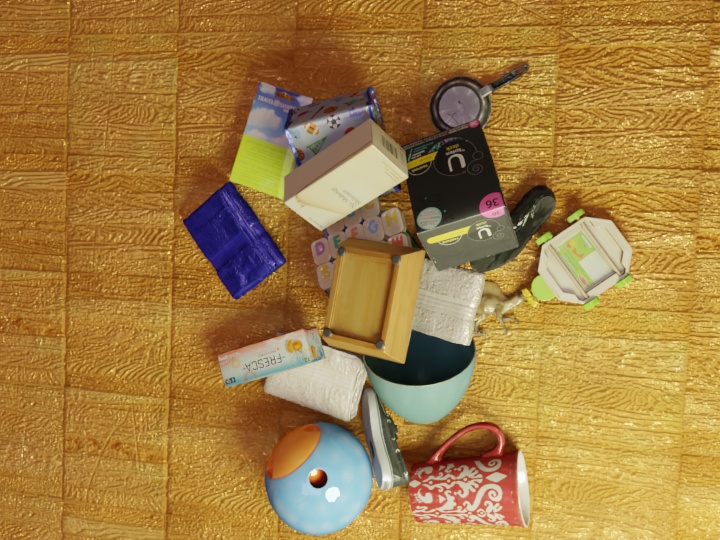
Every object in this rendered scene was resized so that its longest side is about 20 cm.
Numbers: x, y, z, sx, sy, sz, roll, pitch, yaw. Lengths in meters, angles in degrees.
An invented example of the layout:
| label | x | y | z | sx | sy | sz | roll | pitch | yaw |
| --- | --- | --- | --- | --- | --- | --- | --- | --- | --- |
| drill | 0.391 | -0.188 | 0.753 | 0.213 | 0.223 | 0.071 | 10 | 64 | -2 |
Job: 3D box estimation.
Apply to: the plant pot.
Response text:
| label | x | y | z | sx | sy | sz | roll | pitch | yaw |
| --- | --- | --- | --- | --- | --- | --- | --- | --- | --- |
| plant pot | 0.110 | 0.196 | 1.332 | 0.200 | 0.200 | 0.135 | 1 | 121 | 14 |

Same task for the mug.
| label | x | y | z | sx | sy | sz | roll | pitch | yaw |
| --- | --- | --- | --- | --- | --- | --- | --- | --- | --- |
| mug | 0.199 | 0.382 | 1.353 | 0.200 | 0.133 | 0.178 | -8 | 57 | 18 |

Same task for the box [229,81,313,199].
| label | x | y | z | sx | sy | sz | roll | pitch | yaw |
| --- | --- | --- | --- | --- | --- | --- | --- | --- | --- |
| box | -0.167 | -0.250 | 1.431 | 0.122 | 0.048 | 0.200 | 20 | 98 | 12 |

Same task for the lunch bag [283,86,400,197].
| label | x | y | z | sx | sy | sz | roll | pitch | yaw |
| --- | --- | --- | --- | --- | --- | --- | --- | --- | --- |
| lunch bag | -0.028 | -0.214 | 1.358 | 0.170 | 0.124 | 0.200 | -14 | 122 | 13 |

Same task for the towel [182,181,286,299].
| label | x | y | z | sx | sy | sz | roll | pitch | yaw |
| --- | --- | --- | --- | --- | --- | --- | --- | --- | --- |
| towel | -0.254 | -0.056 | 1.453 | 0.148 | 0.050 | 0.200 | -37 | 84 | 23 |

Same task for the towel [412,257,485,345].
| label | x | y | z | sx | sy | sz | roll | pitch | yaw |
| --- | --- | --- | --- | --- | --- | --- | --- | --- | --- |
| towel | 0.122 | 0.044 | 1.320 | 0.200 | 0.034 | 0.133 | 16 | 97 | 35 |

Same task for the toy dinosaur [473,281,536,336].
| label | x | y | z | sx | sy | sz | roll | pitch | yaw |
| --- | --- | --- | --- | --- | --- | --- | --- | --- | --- |
| toy dinosaur | 0.221 | 0.069 | 1.361 | 0.200 | 0.058 | 0.101 | 2 | 79 | 6 |

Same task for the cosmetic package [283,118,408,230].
| label | x | y | z | sx | sy | sz | roll | pitch | yaw |
| --- | --- | --- | --- | --- | --- | --- | --- | --- | --- |
| cosmetic package | -0.027 | -0.162 | 1.276 | 0.200 | 0.104 | 0.073 | -31 | 43 | 29 |

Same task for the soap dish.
| label | x | y | z | sx | sy | sz | roll | pitch | yaw |
| --- | --- | --- | --- | --- | --- | --- | --- | --- | --- |
| soap dish | 0.018 | 0.048 | 1.277 | 0.157 | 0.081 | 0.200 | 11 | 91 | 31 |

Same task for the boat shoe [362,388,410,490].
| label | x | y | z | sx | sy | sz | roll | pitch | yaw |
| --- | --- | --- | --- | --- | --- | --- | --- | --- | --- |
| boat shoe | 0.044 | 0.312 | 1.376 | 0.057 | 0.069 | 0.200 | -2 | 53 | -15 |

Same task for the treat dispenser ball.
| label | x | y | z | sx | sy | sz | roll | pitch | yaw |
| --- | --- | --- | --- | --- | --- | --- | --- | --- | --- |
| treat dispenser ball | -0.077 | 0.384 | 1.367 | 0.201 | 0.201 | 0.201 | 1 | 93 | 14 |

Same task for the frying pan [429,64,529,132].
| label | x | y | z | sx | sy | sz | roll | pitch | yaw |
| --- | --- | --- | --- | --- | --- | --- | --- | --- | --- |
| frying pan | 0.219 | -0.304 | 1.347 | 0.190 | 0.031 | 0.115 | -7 | 93 | 17 |

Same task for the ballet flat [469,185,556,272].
| label | x | y | z | sx | sy | sz | roll | pitch | yaw |
| --- | --- | --- | --- | --- | --- | --- | --- | --- | --- |
| ballet flat | 0.277 | -0.071 | 1.341 | 0.066 | 0.057 | 0.200 | 38 | 108 | -19 |

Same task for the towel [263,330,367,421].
| label | x | y | z | sx | sy | sz | roll | pitch | yaw |
| --- | --- | --- | --- | --- | --- | --- | --- | --- | --- |
| towel | -0.088 | 0.207 | 1.446 | 0.200 | 0.034 | 0.133 | 15 | 96 | 13 |

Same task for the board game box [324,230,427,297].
| label | x | y | z | sx | sy | sz | roll | pitch | yaw |
| --- | --- | --- | --- | --- | --- | --- | --- | --- | --- |
| board game box | 0.029 | 0.008 | 1.411 | 0.200 | 0.023 | 0.105 | -36 | 82 | 14 |

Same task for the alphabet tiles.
| label | x | y | z | sx | sy | sz | roll | pitch | yaw |
| --- | --- | --- | --- | --- | --- | --- | --- | --- | --- |
| alphabet tiles | -0.001 | -0.037 | 1.352 | 0.200 | 0.015 | 0.196 | -21 | 72 | 28 |

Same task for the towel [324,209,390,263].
| label | x | y | z | sx | sy | sz | roll | pitch | yaw |
| --- | --- | --- | --- | --- | --- | --- | --- | --- | --- |
| towel | 0.000 | 0.000 | 1.371 | 0.147 | 0.024 | 0.200 | -14 | 76 | 34 |

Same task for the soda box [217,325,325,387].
| label | x | y | z | sx | sy | sz | roll | pitch | yaw |
| --- | --- | --- | --- | --- | --- | --- | --- | --- | --- |
| soda box | -0.171 | 0.166 | 1.418 | 0.200 | 0.064 | 0.068 | -18 | 85 | 22 |

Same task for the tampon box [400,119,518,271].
| label | x | y | z | sx | sy | sz | roll | pitch | yaw |
| --- | --- | --- | --- | --- | --- | --- | --- | --- | --- |
| tampon box | 0.168 | -0.128 | 1.270 | 0.150 | 0.126 | 0.200 | -18 | 54 | 13 |

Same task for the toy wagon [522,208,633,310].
| label | x | y | z | sx | sy | sz | roll | pitch | yaw |
| --- | --- | --- | --- | --- | --- | --- | --- | --- | --- |
| toy wagon | 0.376 | -0.007 | 1.310 | 0.200 | 0.040 | 0.155 | -36 | 84 | 9 |
